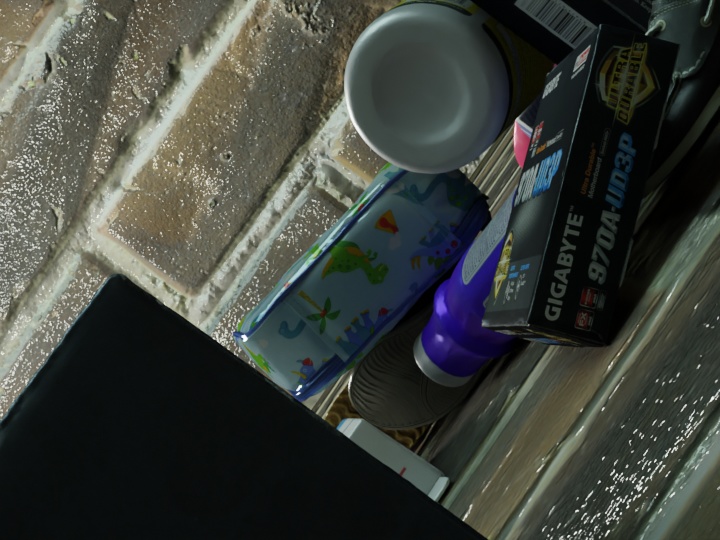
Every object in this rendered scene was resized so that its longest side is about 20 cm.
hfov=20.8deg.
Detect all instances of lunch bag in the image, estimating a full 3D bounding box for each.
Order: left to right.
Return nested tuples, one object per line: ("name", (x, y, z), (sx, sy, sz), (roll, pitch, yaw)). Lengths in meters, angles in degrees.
("lunch bag", (0.000, 0.000, 1.405), (0.200, 0.082, 0.161), (-46, 6, -6))

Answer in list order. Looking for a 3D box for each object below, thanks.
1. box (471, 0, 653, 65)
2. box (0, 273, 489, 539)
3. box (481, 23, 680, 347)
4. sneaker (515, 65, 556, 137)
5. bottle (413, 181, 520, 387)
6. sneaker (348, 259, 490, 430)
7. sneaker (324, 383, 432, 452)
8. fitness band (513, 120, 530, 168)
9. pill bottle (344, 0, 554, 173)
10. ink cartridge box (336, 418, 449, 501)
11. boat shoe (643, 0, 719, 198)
("box", (0.174, -0.225, 1.261), (0.183, 0.200, 0.104), (-54, 2, -21))
("box", (-0.041, 0.112, 0.712), (0.124, 0.199, 0.197), (-54, 2, -6))
("box", (0.117, -0.040, 1.078), (0.200, 0.046, 0.160), (154, 130, -87))
("sneaker", (0.205, -0.161, 1.462), (0.200, 0.080, 0.115), (-49, -2, 3))
("bottle", (0.100, 0.001, 1.281), (0.200, 0.065, 0.084), (-55, 1, 41))
("sneaker", (0.076, 0.034, 1.421), (0.200, 0.075, 0.106), (-44, 3, 32))
("sneaker", (0.032, 0.095, 1.509), (0.200, 0.075, 0.090), (-51, -11, -24))
("fitness band", (0.175, -0.165, 1.542), (0.143, 0.037, 0.201), (-28, -46, -54))
("pill bottle", (0.071, -0.147, 1.351), (0.113, 0.112, 0.200), (-54, -5, 28))
("ink cartridge box", (-0.009, 0.159, 1.270), (0.116, 0.067, 0.200), (-55, 1, -7))
("boat shoe", (0.192, -0.129, 1.150), (0.201, 0.067, 0.072), (-60, 3, -3))
